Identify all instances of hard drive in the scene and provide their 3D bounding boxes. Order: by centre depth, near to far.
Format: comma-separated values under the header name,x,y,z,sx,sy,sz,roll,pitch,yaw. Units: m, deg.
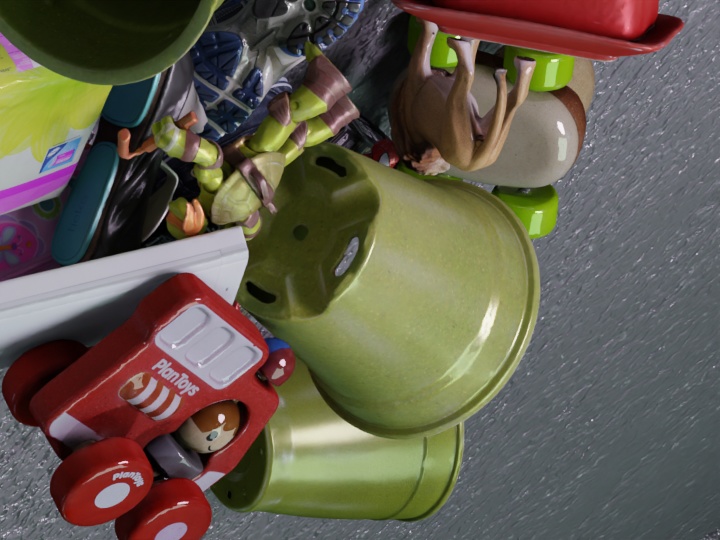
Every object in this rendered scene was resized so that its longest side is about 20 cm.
name,x,y,z,sx,sy,sz,roll,pitch,yaw
hard drive,-0.178,0.023,1.549,0.199,0.026,0.132,-14,165,-13

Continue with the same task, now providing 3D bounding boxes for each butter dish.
name,x,y,z,sx,sy,sz,roll,pitch,yaw
butter dish,0.139,-0.238,1.690,0.200,0.198,0.149,-40,140,-73

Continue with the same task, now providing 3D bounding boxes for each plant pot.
name,x,y,z,sx,sy,sz,roll,pitch,yaw
plant pot,-0.100,-0.226,1.307,0.190,0.200,0.200,-33,162,-49
plant pot,0.000,0.000,1.678,0.200,0.201,0.184,-43,146,10
plant pot,-0.041,0.143,2.159,0.192,0.201,0.201,-5,143,-36

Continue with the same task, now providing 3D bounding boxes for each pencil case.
name,x,y,z,sx,sy,sz,roll,pitch,yaw
pencil case,-0.250,-0.016,1.593,0.199,0.088,0.088,-27,156,-26

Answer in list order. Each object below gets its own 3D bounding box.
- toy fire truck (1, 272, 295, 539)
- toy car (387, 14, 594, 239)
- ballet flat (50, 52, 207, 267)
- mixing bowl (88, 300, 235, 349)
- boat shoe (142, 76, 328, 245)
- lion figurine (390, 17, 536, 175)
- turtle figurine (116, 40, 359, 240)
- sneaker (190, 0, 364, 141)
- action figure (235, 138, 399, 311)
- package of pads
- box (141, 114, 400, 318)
name,x,y,z,sx,sy,sz,roll,pitch,yaw
toy fire truck,-0.127,0.092,1.572,0.168,0.112,0.200,-37,146,7
toy car,0.123,-0.151,1.896,0.200,0.157,0.165,-53,153,-52
ballet flat,-0.147,-0.087,1.570,0.068,0.068,0.201,16,98,-42
mixing bowl,-0.170,0.051,1.712,0.199,0.109,0.200,-17,180,0
boat shoe,-0.114,-0.055,1.732,0.200,0.091,0.071,-40,159,3
lion figurine,0.068,-0.113,1.716,0.200,0.072,0.123,-118,-142,-72
turtle figurine,-0.075,-0.073,1.530,0.161,0.064,0.200,-43,149,-7
sneaker,-0.074,-0.155,1.611,0.199,0.077,0.085,-29,-164,22
action figure,-0.041,-0.028,1.834,0.200,0.052,0.065,-48,154,15
package of pads,-0.249,-0.092,1.461,0.199,0.068,0.155,-22,155,-40
box,-0.067,-0.048,1.884,0.200,0.050,0.158,-42,159,9
